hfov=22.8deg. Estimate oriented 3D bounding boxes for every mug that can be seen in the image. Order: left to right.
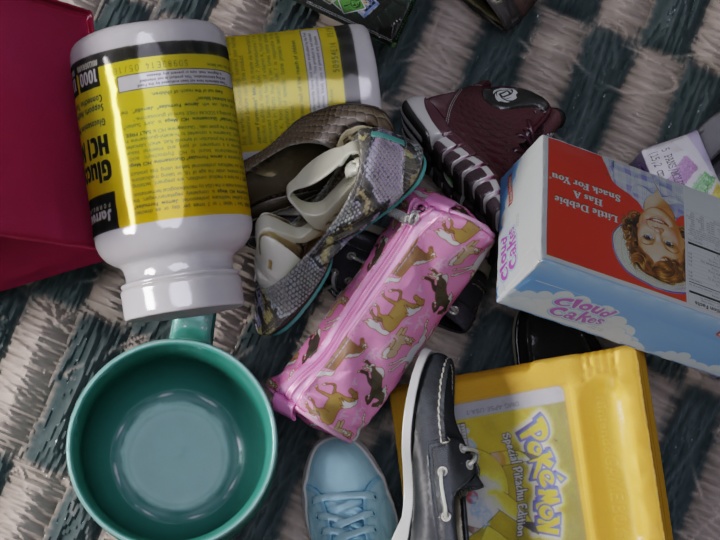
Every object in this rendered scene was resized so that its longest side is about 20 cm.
[{"bbox_3d":[-0.127,0.122,1.327,0.152,0.114,0.185,40,79,5],"label":"mug"}]

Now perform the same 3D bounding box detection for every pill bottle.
[{"bbox_3d":[-0.137,-0.068,1.258,0.112,0.112,0.200,-8,85,-5],"label":"pill bottle"},{"bbox_3d":[-0.088,-0.124,1.377,0.200,0.114,0.114,-6,80,-5],"label":"pill bottle"}]

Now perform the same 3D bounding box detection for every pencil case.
[{"bbox_3d":[0.014,0.032,1.317,0.087,0.083,0.200,33,94,-19],"label":"pencil case"}]

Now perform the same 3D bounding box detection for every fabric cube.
[{"bbox_3d":[-0.309,-0.088,1.280,0.199,0.196,0.200,-15,79,23],"label":"fabric cube"}]

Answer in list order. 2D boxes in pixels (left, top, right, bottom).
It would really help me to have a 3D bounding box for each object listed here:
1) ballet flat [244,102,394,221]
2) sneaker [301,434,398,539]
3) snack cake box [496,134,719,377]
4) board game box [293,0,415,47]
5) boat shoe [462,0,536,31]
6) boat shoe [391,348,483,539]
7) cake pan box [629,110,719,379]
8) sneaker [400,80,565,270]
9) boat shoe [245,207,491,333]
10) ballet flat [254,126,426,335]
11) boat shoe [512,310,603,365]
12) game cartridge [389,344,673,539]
[{"bbox_3d":[-0.067,-0.065,1.325,0.200,0.067,0.046,-21,36,10],"label":"ballet flat"},{"bbox_3d":[-0.001,0.217,1.333,0.074,0.082,0.200,-10,80,-6],"label":"sneaker"},{"bbox_3d":[0.201,-0.008,1.299,0.200,0.067,0.115,19,54,-18],"label":"snack cake box"},{"bbox_3d":[-0.040,-0.265,1.419,0.200,0.023,0.105,27,102,12],"label":"board game box"},{"bbox_3d":[0.057,-0.266,1.434,0.200,0.073,0.065,33,74,3],"label":"boat shoe"},{"bbox_3d":[0.061,0.158,1.311,0.060,0.076,0.200,3,87,16],"label":"boat shoe"},{"bbox_3d":[0.332,-0.036,1.418,0.184,0.052,0.200,-18,80,-9],"label":"cake pan box"},{"bbox_3d":[0.124,-0.080,1.383,0.115,0.076,0.200,-25,61,-16],"label":"sneaker"},{"bbox_3d":[0.000,0.000,1.380,0.200,0.073,0.063,14,76,-5],"label":"boat shoe"},{"bbox_3d":[-0.036,-0.034,1.302,0.072,0.072,0.200,46,119,6],"label":"ballet flat"},{"bbox_3d":[0.172,0.111,1.375,0.074,0.063,0.202,-16,79,-5],"label":"boat shoe"},{"bbox_3d":[0.126,0.157,1.333,0.200,0.032,0.176,-13,78,25],"label":"game cartridge"}]
